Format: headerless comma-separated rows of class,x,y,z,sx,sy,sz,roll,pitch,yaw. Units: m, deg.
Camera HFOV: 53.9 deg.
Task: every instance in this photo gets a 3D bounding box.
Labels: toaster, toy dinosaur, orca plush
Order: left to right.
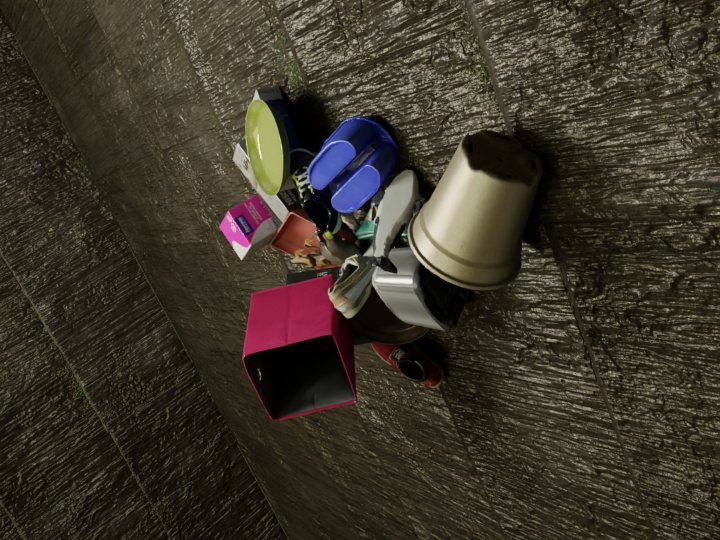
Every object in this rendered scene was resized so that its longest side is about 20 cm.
toy dinosaur,-0.114,-0.027,1.642,0.197,0.061,0.106,2,150,33
orca plush,0.074,-0.085,1.331,0.103,0.204,0.071,-5,154,22
toaster,0.111,0.029,1.375,0.128,0.115,0.200,1,144,42

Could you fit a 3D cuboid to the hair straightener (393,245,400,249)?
hair straightener,0.102,-0.030,1.461,0.076,0.041,0.200,37,156,1

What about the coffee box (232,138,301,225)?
coffee box,-0.192,-0.222,1.649,0.201,0.114,0.080,53,152,7

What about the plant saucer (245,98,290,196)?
plant saucer,-0.193,-0.260,1.501,0.199,0.031,0.204,35,131,52

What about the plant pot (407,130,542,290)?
plant pot,0.192,-0.106,1.112,0.200,0.199,0.185,42,137,24

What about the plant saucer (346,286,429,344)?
plant saucer,0.064,0.083,1.546,0.196,0.032,0.203,3,132,4

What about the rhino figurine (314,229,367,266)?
rhino figurine,-0.009,-0.028,1.542,0.198,0.060,0.088,28,-154,-27

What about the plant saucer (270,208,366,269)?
plant saucer,-0.096,-0.067,1.661,0.197,0.037,0.200,27,153,-11

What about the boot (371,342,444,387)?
boot,0.087,0.193,1.609,0.198,0.073,0.144,31,-177,30

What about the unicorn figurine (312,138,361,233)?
unicorn figurine,-0.055,-0.167,1.523,0.136,0.074,0.203,25,134,21

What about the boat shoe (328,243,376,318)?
boat shoe,0.000,0.000,1.446,0.068,0.202,0.074,42,140,-17

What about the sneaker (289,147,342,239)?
sneaker,-0.095,-0.162,1.456,0.071,0.083,0.202,-29,90,17

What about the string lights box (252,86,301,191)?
string lights box,-0.186,-0.291,1.571,0.203,0.058,0.103,69,154,12

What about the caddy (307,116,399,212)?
caddy,-0.012,-0.210,1.389,0.141,0.105,0.199,44,140,-8

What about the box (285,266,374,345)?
box,-0.068,0.087,1.654,0.125,0.196,0.151,-96,-3,-52

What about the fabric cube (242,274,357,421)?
fabric cube,-0.124,0.162,1.506,0.201,0.196,0.199,-95,-11,-54

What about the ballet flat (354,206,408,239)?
ballet flat,0.053,-0.103,1.456,0.199,0.066,0.072,-2,94,58

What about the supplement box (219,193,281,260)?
supplement box,-0.225,-0.128,1.707,0.102,0.199,0.103,54,152,2
